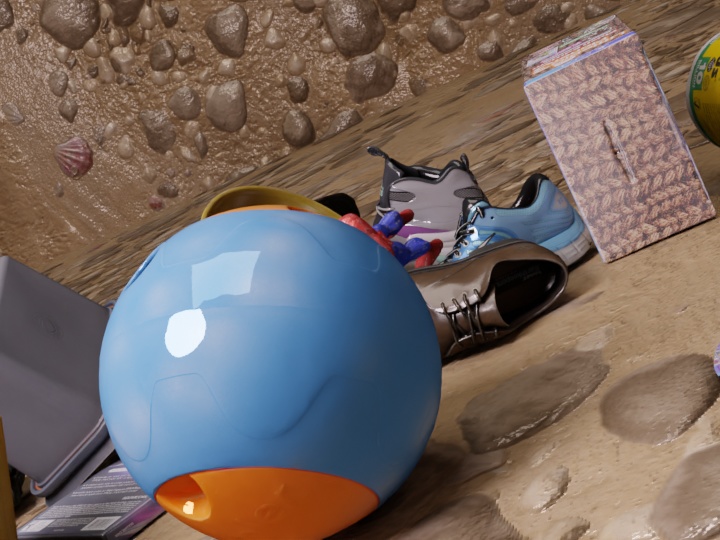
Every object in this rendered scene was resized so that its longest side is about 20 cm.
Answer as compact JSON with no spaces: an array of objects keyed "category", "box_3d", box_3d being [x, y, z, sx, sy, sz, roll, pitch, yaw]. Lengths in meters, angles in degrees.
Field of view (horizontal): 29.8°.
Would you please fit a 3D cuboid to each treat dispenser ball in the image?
[{"category":"treat dispenser ball","box_3d":[-0.052,0.061,0.799,0.201,0.201,0.201,-25,11,5]}]

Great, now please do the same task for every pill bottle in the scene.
[{"category":"pill bottle","box_3d":[0.347,-0.143,1.085,0.113,0.113,0.200,-26,11,-2]}]

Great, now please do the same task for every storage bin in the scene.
[{"category":"storage bin","box_3d":[-0.292,0.090,1.180,0.146,0.134,0.200,-45,26,19]}]

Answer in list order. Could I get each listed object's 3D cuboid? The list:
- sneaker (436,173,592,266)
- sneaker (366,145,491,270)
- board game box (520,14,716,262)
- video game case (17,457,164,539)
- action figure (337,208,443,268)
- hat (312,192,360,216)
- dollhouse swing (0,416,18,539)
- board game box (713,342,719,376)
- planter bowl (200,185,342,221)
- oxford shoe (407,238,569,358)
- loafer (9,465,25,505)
[{"category":"sneaker","box_3d":[0.091,-0.013,1.111,0.200,0.090,0.078,-32,12,-20]},{"category":"sneaker","box_3d":[0.026,-0.050,1.295,0.200,0.140,0.078,-23,12,11]},{"category":"board game box","box_3d":[0.212,-0.118,1.148,0.097,0.160,0.200,-24,11,12]},{"category":"video game case","box_3d":[-0.165,0.160,1.072,0.143,0.019,0.200,-13,16,47]},{"category":"action figure","box_3d":[0.000,0.000,1.100,0.099,0.065,0.200,-48,-11,12]},{"category":"hat","box_3d":[-0.095,-0.015,1.332,0.200,0.081,0.201,-34,-30,-23]},{"category":"dollhouse swing","box_3d":[-0.316,0.201,0.868,0.175,0.182,0.200,-7,9,-8]},{"category":"board game box","box_3d":[0.284,0.001,0.740,0.158,0.039,0.200,-33,13,-32]},{"category":"planter bowl","box_3d":[-0.061,0.027,1.139,0.084,0.200,0.200,-54,-6,34]},{"category":"oxford shoe","box_3d":[0.067,0.030,1.017,0.200,0.073,0.084,-29,13,-14]},{"category":"loafer","box_3d":[-0.337,0.182,1.237,0.063,0.072,0.200,-24,7,-23]}]
